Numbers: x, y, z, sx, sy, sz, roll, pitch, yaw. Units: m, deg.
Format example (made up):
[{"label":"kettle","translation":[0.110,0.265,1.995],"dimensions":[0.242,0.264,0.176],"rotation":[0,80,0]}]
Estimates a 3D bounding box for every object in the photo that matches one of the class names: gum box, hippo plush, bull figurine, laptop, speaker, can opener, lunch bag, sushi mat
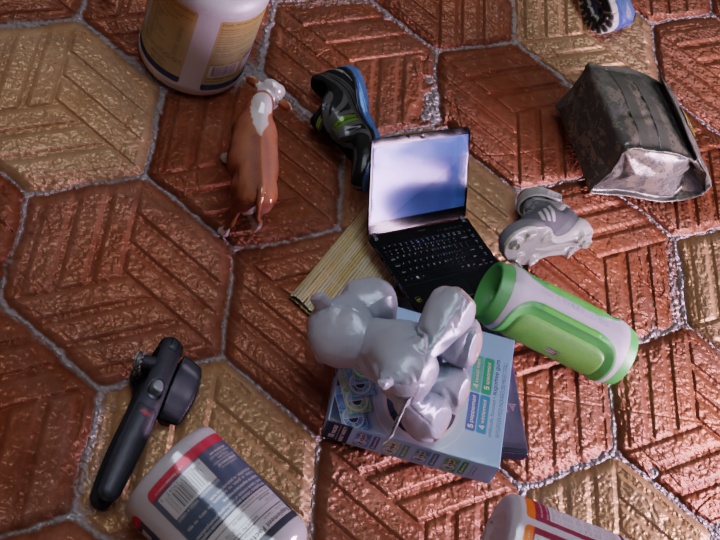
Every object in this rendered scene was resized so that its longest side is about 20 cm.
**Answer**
[{"label":"gum box","translation":[0.068,0.132,1.446],"dimensions":[0.197,0.045,0.172],"rotation":[16,54,-4]},{"label":"hippo plush","translation":[0.021,0.095,1.369],"dimensions":[0.159,0.161,0.200],"rotation":[20,44,30]},{"label":"bull figurine","translation":[-0.129,-0.135,1.528],"dimensions":[0.064,0.122,0.202],"rotation":[14,51,-14]},{"label":"laptop","translation":[0.105,-0.062,1.575],"dimensions":[0.176,0.104,0.201],"rotation":[-12,58,-39]},{"label":"speaker","translation":[0.237,0.065,1.553],"dimensions":[0.198,0.089,0.089],"rotation":[26,49,-15]},{"label":"can opener","translation":[-0.224,0.153,1.312],"dimensions":[0.078,0.064,0.201],"rotation":[27,49,-4]},{"label":"lunch bag","translation":[0.402,-0.192,1.812],"dimensions":[0.197,0.118,0.166],"rotation":[4,54,-28]},{"label":"sushi mat","translation":[0.000,0.000,1.558],"dimensions":[0.095,0.012,0.200],"rotation":[36,49,3]}]

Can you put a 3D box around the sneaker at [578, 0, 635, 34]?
[{"label":"sneaker","translation":[0.373,-0.462,2.032],"dimensions":[0.088,0.079,0.202],"rotation":[-9,68,-37]}]

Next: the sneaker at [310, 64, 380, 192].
[{"label":"sneaker","translation":[-0.021,-0.179,1.652],"dimensions":[0.081,0.071,0.202],"rotation":[-8,57,-12]}]

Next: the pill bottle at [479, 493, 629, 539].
[{"label":"pill bottle","translation":[0.229,0.322,1.358],"dimensions":[0.198,0.110,0.110],"rotation":[23,49,-7]}]

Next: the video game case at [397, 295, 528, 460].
[{"label":"video game case","translation":[0.119,0.125,1.515],"dimensions":[0.141,0.019,0.202],"rotation":[8,52,-18]}]

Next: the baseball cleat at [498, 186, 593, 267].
[{"label":"baseball cleat","translation":[0.220,-0.058,1.653],"dimensions":[0.199,0.070,0.107],"rotation":[1,44,-52]}]

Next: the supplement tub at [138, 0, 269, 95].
[{"label":"supplement tub","translation":[-0.190,-0.334,1.595],"dimensions":[0.142,0.201,0.146],"rotation":[12,51,-15]}]

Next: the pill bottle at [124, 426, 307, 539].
[{"label":"pill bottle","translation":[-0.121,0.262,1.241],"dimensions":[0.200,0.120,0.119],"rotation":[43,50,10]}]
